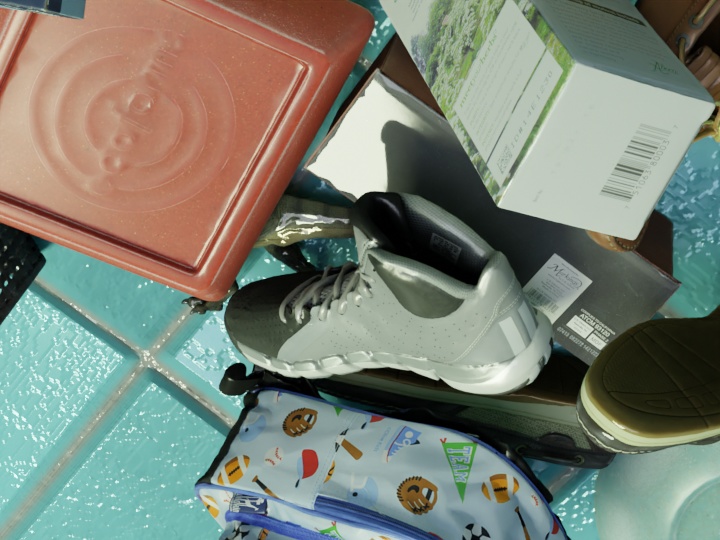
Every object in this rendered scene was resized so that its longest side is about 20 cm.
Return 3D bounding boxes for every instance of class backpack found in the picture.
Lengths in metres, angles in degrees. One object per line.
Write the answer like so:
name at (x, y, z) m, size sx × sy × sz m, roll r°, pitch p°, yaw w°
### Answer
backpack at (0.017, 0.156, 0.892) m, size 0.190 × 0.155 × 0.200 m, roll -3°, pitch 143°, yaw 35°

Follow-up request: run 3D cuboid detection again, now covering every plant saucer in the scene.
plant saucer at (0.242, 0.156, 0.965) m, size 0.200 × 0.039 × 0.202 m, roll 5°, pitch 118°, yaw 9°
plant saucer at (-0.120, -0.084, 0.836) m, size 0.199 × 0.037 × 0.200 m, roll 22°, pitch 116°, yaw -19°

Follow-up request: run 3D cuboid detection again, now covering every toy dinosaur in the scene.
toy dinosaur at (-0.061, -0.019, 0.932) m, size 0.199 × 0.047 × 0.089 m, roll 8°, pitch 111°, yaw 3°

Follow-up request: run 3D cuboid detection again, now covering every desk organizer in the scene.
desk organizer at (0.076, -0.041, 0.874) m, size 0.200 × 0.077 × 0.072 m, roll 35°, pitch 119°, yaw -8°

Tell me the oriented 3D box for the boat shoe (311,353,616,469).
boat shoe at (0.062, 0.081, 0.942) m, size 0.199 × 0.073 × 0.065 m, roll 10°, pitch 114°, yaw 6°

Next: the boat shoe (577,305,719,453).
boat shoe at (0.180, 0.063, 0.843) m, size 0.073 × 0.199 × 0.065 m, roll 49°, pitch 131°, yaw 25°

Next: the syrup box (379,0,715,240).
syrup box at (0.082, -0.109, 0.765) m, size 0.081 × 0.200 × 0.079 m, roll 12°, pitch 122°, yaw -26°

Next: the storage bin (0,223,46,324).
storage bin at (-0.283, 0.017, 0.901) m, size 0.135 × 0.200 × 0.094 m, roll -20°, pitch 111°, yaw 20°

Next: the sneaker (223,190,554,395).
sneaker at (0.000, 0.000, 0.841) m, size 0.199 × 0.075 × 0.116 m, roll 3°, pitch 139°, yaw 29°

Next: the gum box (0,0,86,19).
gum box at (-0.218, -0.220, 0.760) m, size 0.199 × 0.045 × 0.171 m, roll 11°, pitch 95°, yaw 16°

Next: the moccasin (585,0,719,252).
moccasin at (0.170, -0.101, 0.792) m, size 0.078 × 0.074 × 0.202 m, roll 30°, pitch 97°, yaw 30°
